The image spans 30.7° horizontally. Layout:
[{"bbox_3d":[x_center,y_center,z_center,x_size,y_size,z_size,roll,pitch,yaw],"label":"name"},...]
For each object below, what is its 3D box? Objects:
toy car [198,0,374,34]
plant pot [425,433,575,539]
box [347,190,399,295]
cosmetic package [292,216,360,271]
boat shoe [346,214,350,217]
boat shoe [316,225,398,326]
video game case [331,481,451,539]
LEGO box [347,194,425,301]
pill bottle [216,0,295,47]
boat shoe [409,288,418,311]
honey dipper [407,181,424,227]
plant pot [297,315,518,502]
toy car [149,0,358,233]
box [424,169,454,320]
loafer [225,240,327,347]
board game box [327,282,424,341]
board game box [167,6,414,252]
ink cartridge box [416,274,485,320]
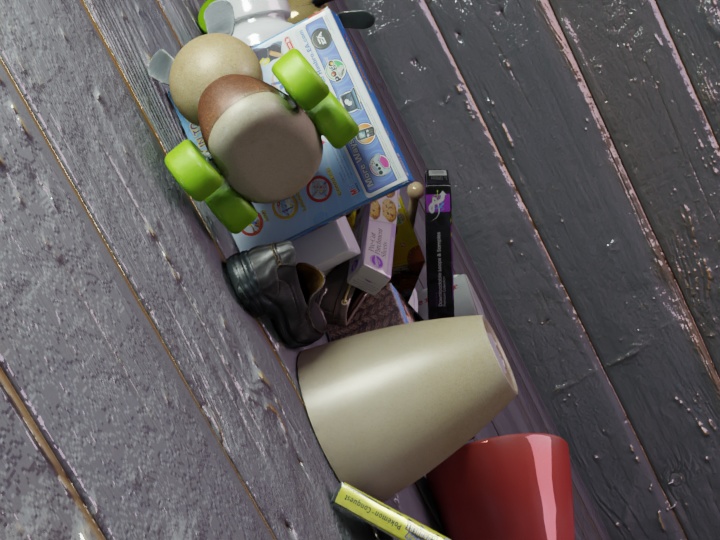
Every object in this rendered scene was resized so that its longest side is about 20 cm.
[{"bbox_3d":[-0.081,-0.298,1.701,0.159,0.199,0.164,69,11,23],"label":"toy car"},{"bbox_3d":[0.193,0.328,1.709,0.200,0.199,0.179,46,31,-60],"label":"plant pot"},{"bbox_3d":[0.018,-0.061,1.540,0.041,0.039,0.201,26,44,-18],"label":"box"},{"bbox_3d":[-0.088,-0.091,1.461,0.201,0.101,0.071,67,10,7],"label":"cosmetic package"},{"bbox_3d":[-0.014,-0.128,1.505,0.201,0.064,0.074,90,-25,-58],"label":"boat shoe"},{"bbox_3d":[0.000,0.000,1.555,0.200,0.059,0.072,-48,153,-48],"label":"boat shoe"},{"bbox_3d":[0.080,0.284,1.338,0.180,0.026,0.200,24,-11,27],"label":"video game case"},{"bbox_3d":[0.006,-0.051,1.736,0.149,0.077,0.201,108,-34,-58],"label":"LEGO box"},{"bbox_3d":[-0.109,-0.227,1.561,0.110,0.109,0.202,1,75,-79],"label":"pill bottle"},{"bbox_3d":[0.045,0.051,1.875,0.201,0.073,0.066,-105,170,-49],"label":"boat shoe"},{"bbox_3d":[0.064,-0.049,1.740,0.201,0.038,0.038,97,-20,-51],"label":"honey dipper"},{"bbox_3d":[0.061,0.131,1.416,0.188,0.199,0.188,60,12,-21],"label":"plant pot"},{"bbox_3d":[-0.131,-0.173,1.306,0.200,0.164,0.158,53,3,30],"label":"toy car"},{"bbox_3d":[0.100,-0.018,1.659,0.143,0.036,0.202,-80,169,-78],"label":"box"},{"bbox_3d":[-0.067,0.026,1.368,0.073,0.072,0.200,68,10,23],"label":"loafer"},{"bbox_3d":[0.050,0.134,1.639,0.200,0.096,0.160,46,21,-62],"label":"board game box"},{"bbox_3d":[-0.073,-0.141,1.387,0.201,0.195,0.056,65,10,2],"label":"board game box"},{"bbox_3d":[0.120,0.119,1.891,0.083,0.145,0.201,58,13,-38],"label":"ink cartridge box"}]
